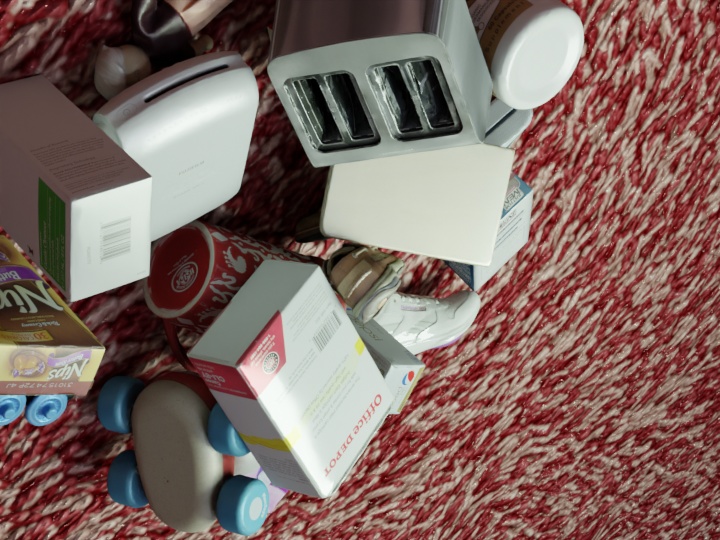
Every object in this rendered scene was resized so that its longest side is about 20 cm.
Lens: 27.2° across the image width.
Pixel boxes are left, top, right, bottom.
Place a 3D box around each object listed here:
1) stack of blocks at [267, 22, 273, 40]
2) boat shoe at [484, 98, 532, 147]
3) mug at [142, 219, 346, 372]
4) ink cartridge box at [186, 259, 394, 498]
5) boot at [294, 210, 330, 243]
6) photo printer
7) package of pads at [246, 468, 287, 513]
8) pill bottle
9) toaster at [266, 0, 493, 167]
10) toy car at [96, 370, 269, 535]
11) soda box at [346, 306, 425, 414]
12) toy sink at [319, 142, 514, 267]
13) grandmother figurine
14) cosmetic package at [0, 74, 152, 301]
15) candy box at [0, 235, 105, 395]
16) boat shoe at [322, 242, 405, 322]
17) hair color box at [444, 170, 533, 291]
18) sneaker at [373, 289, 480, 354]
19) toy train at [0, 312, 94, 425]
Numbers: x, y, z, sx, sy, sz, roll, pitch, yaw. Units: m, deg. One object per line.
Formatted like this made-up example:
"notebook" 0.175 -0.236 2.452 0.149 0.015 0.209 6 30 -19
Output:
"stack of blocks" -0.031 -0.250 1.506 0.115 0.059 0.201 -33 140 -20
"boat shoe" 0.123 -0.130 1.756 0.199 0.072 0.071 -35 166 -1
"mug" -0.135 0.043 1.594 0.199 0.133 0.179 24 94 -48
"ink cartridge box" -0.067 0.112 1.521 0.145 0.083 0.201 -52 129 -31
"boot" 0.007 -0.093 1.689 0.198 0.076 0.074 -26 177 -7
"photo printer" -0.179 -0.117 1.414 0.166 0.070 0.201 -29 158 -28
"package of pads" -0.097 0.190 1.805 0.201 0.076 0.120 -52 142 4
"pill bottle" 0.125 -0.261 1.537 0.114 0.200 0.115 -26 138 -27
"toaster" 0.020 -0.199 1.398 0.179 0.120 0.201 -7 140 17
"toy car" -0.158 0.175 1.656 0.200 0.183 0.179 -34 125 -54
"soda box" -0.021 0.078 1.681 0.063 0.200 0.069 6 118 -49
"toy sink" 0.045 -0.090 1.597 0.198 0.112 0.132 9 96 -20
"grandmother figurine" -0.171 -0.234 1.381 0.200 0.060 0.122 -46 134 -9
"cosmetic package" -0.266 -0.076 1.301 0.084 0.200 0.109 -20 132 -34
"candy box" -0.330 0.035 1.332 0.116 0.200 0.057 5 119 -47
"boat shoe" 0.000 0.000 1.570 0.076 0.072 0.200 -49 -177 1
"hair color box" 0.153 -0.052 1.804 0.100 0.061 0.200 -43 166 -8
"sneaker" 0.062 0.055 1.834 0.199 0.075 0.101 -23 103 -25
"toy train" -0.347 0.087 1.450 0.199 0.087 0.115 10 117 -49
